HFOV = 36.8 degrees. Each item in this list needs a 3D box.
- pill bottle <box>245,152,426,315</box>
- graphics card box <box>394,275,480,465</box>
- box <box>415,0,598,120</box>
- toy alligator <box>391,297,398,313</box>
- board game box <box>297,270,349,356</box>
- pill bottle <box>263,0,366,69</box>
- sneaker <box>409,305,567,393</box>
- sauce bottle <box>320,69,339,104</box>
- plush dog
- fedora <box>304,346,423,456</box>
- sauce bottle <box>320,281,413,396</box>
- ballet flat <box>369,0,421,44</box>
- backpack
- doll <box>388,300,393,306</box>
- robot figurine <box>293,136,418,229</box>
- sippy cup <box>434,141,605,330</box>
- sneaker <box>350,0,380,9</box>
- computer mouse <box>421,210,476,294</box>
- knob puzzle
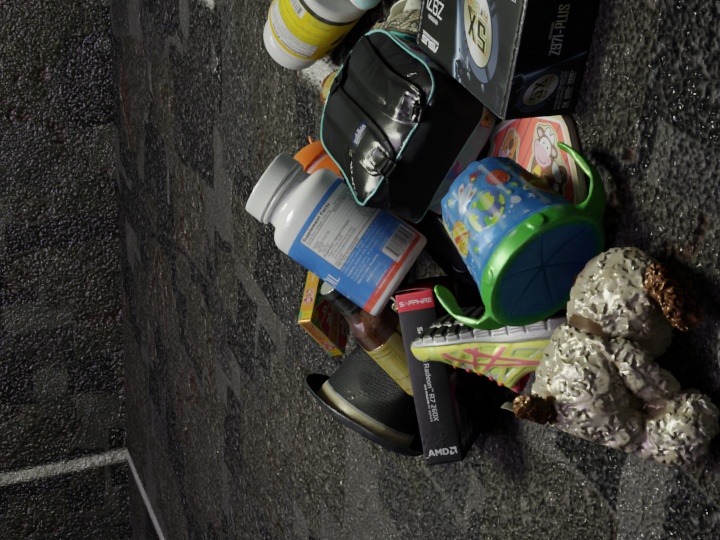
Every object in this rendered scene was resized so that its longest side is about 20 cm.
[{"bbox_3d":[-0.031,-0.047,1.260,0.199,0.113,0.113,35,145,3],"label":"pill bottle"},{"bbox_3d":[0.093,0.113,1.271,0.125,0.050,0.204,-21,-78,-74],"label":"graphics card box"},{"bbox_3d":[0.143,-0.270,1.085,0.201,0.085,0.166,-126,36,-48],"label":"box"},{"bbox_3d":[0.000,0.000,1.422,0.201,0.053,0.060,58,143,40],"label":"toy alligator"},{"bbox_3d":[-0.037,0.006,1.493,0.030,0.096,0.203,-10,54,27],"label":"board game box"},{"bbox_3d":[-0.064,-0.363,1.508,0.200,0.112,0.116,150,110,-65],"label":"pill bottle"},{"bbox_3d":[0.141,0.089,1.140,0.197,0.078,0.092,-6,108,35],"label":"sneaker"},{"bbox_3d":[0.012,-0.220,1.419,0.200,0.065,0.067,-143,50,-57],"label":"sauce bottle"},{"bbox_3d":[0.220,0.063,0.966,0.199,0.158,0.175,14,87,66],"label":"plush dog"},{"bbox_3d":[0.022,0.164,1.458,0.093,0.199,0.200,-61,30,4],"label":"fedora"},{"bbox_3d":[0.030,0.078,1.350,0.200,0.066,0.066,48,166,-21],"label":"sauce bottle"},{"bbox_3d":[0.058,-0.299,1.317,0.199,0.067,0.077,11,85,67],"label":"ballet flat"},{"bbox_3d":[0.046,-0.170,1.231,0.200,0.152,0.178,48,118,44],"label":"backpack"},{"bbox_3d":[0.034,-0.046,1.459,0.136,0.048,0.204,33,123,55],"label":"doll"},{"bbox_3d":[-0.018,-0.092,1.384,0.199,0.116,0.145,37,136,26],"label":"robot figurine"},{"bbox_3d":[0.148,-0.038,1.057,0.131,0.176,0.141,53,164,39],"label":"sippy cup"},{"bbox_3d":[0.030,-0.391,1.330,0.201,0.073,0.083,110,147,-49],"label":"sneaker"},{"bbox_3d":[0.112,-0.033,1.247,0.142,0.045,0.202,88,160,-51],"label":"computer mouse"},{"bbox_3d":[0.175,-0.082,1.139,0.219,0.030,0.224,173,90,-67],"label":"knob puzzle"}]
